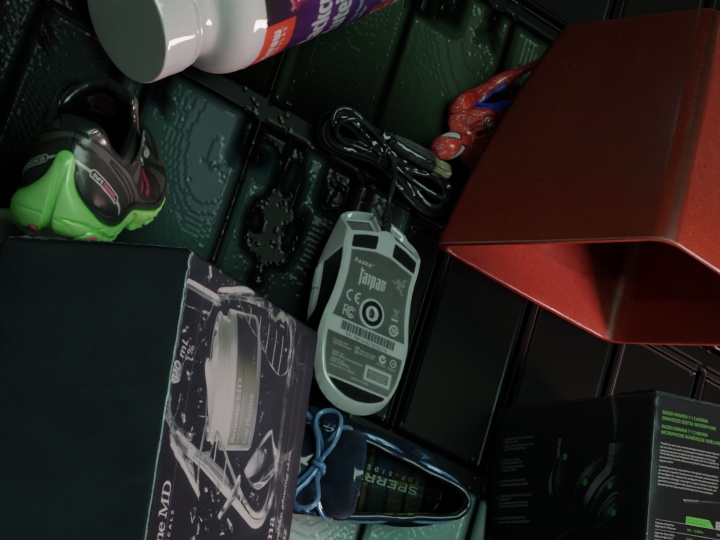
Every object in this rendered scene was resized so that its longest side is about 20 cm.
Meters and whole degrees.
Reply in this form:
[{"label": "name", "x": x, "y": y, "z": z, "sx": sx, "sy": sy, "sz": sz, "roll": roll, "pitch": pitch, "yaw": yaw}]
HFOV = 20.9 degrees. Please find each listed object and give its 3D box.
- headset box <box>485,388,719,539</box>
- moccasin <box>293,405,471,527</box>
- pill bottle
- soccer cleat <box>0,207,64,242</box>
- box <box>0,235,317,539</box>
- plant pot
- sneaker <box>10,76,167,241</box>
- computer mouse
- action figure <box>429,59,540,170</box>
[{"label": "headset box", "x": 0.167, "y": 0.177, "z": 1.299, "sx": 0.092, "sy": 0.174, "sz": 0.201, "roll": 13, "pitch": 75, "yaw": -31}, {"label": "moccasin", "x": -0.015, "y": 0.120, "z": 1.243, "sx": 0.199, "sy": 0.068, "sz": 0.081, "roll": 9, "pitch": 88, "yaw": -31}, {"label": "pill bottle", "x": -0.068, "y": -0.190, "z": 1.230, "sx": 0.199, "sy": 0.111, "sz": 0.112, "roll": -28, "pitch": 99, "yaw": -33}, {"label": "soccer cleat", "x": -0.216, "y": 0.057, "z": 1.117, "sx": 0.086, "sy": 0.070, "sz": 0.201, "roll": 44, "pitch": 52, "yaw": -46}, {"label": "box", "x": -0.123, "y": 0.104, "z": 1.093, "sx": 0.197, "sy": 0.123, "sz": 0.201, "roll": 35, "pitch": 60, "yaw": -65}, {"label": "plant pot", "x": 0.203, "y": -0.064, "z": 1.319, "sx": 0.199, "sy": 0.199, "sz": 0.177, "roll": 28, "pitch": 70, "yaw": -40}, {"label": "sneaker", "x": -0.145, "y": -0.070, "z": 1.124, "sx": 0.076, "sy": 0.200, "sz": 0.084, "roll": 18, "pitch": 103, "yaw": -4}, {"label": "computer mouse", "x": 0.000, "y": 0.000, "z": 1.292, "sx": 0.109, "sy": 0.044, "sz": 0.201, "roll": 26, "pitch": 66, "yaw": -30}, {"label": "action figure", "x": 0.125, "y": -0.117, "z": 1.390, "sx": 0.199, "sy": 0.052, "sz": 0.066, "roll": -26, "pitch": 103, "yaw": -32}]
